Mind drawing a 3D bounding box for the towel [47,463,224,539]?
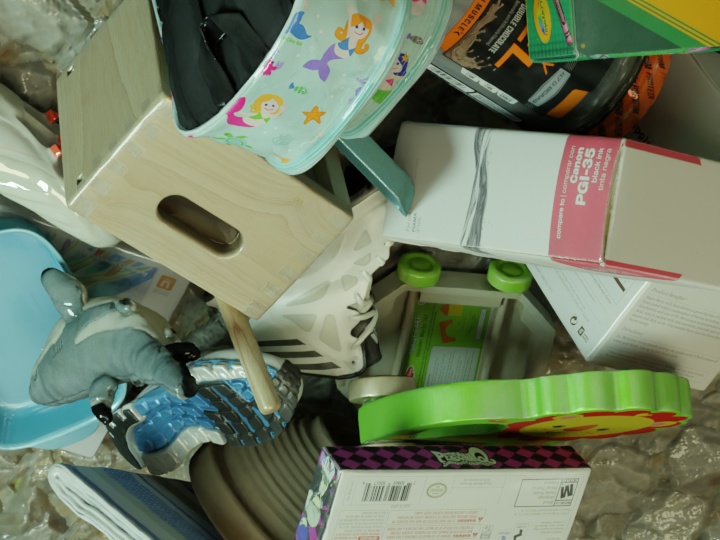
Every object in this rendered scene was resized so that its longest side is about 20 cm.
[{"bbox_3d":[-0.120,0.187,1.651,0.024,0.147,0.200,-58,153,7],"label":"towel"}]

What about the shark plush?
[{"bbox_3d":[-0.152,0.068,1.548,0.091,0.200,0.083,37,76,-42],"label":"shark plush"}]

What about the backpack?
[{"bbox_3d":[-0.037,-0.157,1.370,0.150,0.200,0.178,24,128,-25],"label":"backpack"}]

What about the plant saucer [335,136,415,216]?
[{"bbox_3d":[-0.037,-0.115,1.510,0.019,0.070,0.200,-45,81,-2],"label":"plant saucer"}]

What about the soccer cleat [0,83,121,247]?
[{"bbox_3d":[-0.239,-0.080,1.565,0.078,0.069,0.200,-36,116,21],"label":"soccer cleat"}]

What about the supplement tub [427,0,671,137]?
[{"bbox_3d":[0.098,-0.167,1.525,0.200,0.123,0.123,28,116,-26],"label":"supplement tub"}]

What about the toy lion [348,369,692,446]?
[{"bbox_3d":[0.119,0.097,1.622,0.200,0.069,0.191,5,166,-35],"label":"toy lion"}]

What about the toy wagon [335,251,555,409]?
[{"bbox_3d":[0.040,0.056,1.722,0.199,0.040,0.156,4,123,-12],"label":"toy wagon"}]

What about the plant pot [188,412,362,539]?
[{"bbox_3d":[-0.020,0.170,1.695,0.201,0.201,0.093,36,105,-29],"label":"plant pot"}]

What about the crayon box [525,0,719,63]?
[{"bbox_3d":[0.161,-0.232,1.455,0.118,0.058,0.201,-7,94,-27],"label":"crayon box"}]

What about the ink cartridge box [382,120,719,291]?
[{"bbox_3d":[0.134,-0.043,1.524,0.146,0.200,0.083,9,90,-43],"label":"ink cartridge box"}]

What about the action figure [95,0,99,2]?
[{"bbox_3d":[-0.089,-0.244,1.473,0.199,0.069,0.130,-22,119,1],"label":"action figure"}]

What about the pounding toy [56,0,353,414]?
[{"bbox_3d":[-0.099,-0.048,1.535,0.200,0.184,0.142,33,114,-28],"label":"pounding toy"}]

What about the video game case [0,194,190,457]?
[{"bbox_3d":[-0.244,0.036,1.667,0.199,0.022,0.183,19,119,-21],"label":"video game case"}]

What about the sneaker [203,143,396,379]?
[{"bbox_3d":[0.000,0.000,1.636,0.200,0.076,0.115,-35,106,20],"label":"sneaker"}]

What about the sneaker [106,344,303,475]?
[{"bbox_3d":[-0.100,0.079,1.649,0.200,0.087,0.075,-19,115,50],"label":"sneaker"}]

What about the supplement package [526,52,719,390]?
[{"bbox_3d":[0.229,-0.037,1.627,0.121,0.120,0.200,15,122,-36],"label":"supplement package"}]

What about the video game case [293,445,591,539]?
[{"bbox_3d":[0.043,0.202,1.600,0.199,0.036,0.182,2,119,-29],"label":"video game case"}]

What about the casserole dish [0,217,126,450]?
[{"bbox_3d":[-0.242,0.041,1.635,0.121,0.039,0.200,-21,125,5],"label":"casserole dish"}]
